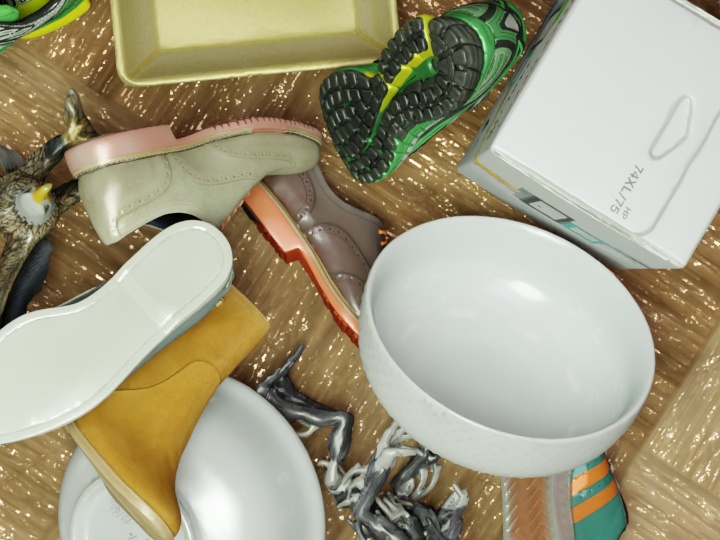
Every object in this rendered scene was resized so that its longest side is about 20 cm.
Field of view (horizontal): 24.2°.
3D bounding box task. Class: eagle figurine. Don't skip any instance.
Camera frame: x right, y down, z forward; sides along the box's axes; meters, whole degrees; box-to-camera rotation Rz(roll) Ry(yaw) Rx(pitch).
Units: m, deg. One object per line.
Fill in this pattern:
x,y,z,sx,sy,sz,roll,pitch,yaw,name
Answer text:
-0.233,-0.023,1.092,0.151,0.151,0.200,33,65,22,eagle figurine

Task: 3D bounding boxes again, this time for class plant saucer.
-0.079,-0.235,1.186,0.199,0.048,0.201,-6,90,-2,plant saucer

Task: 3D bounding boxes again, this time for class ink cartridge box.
0.170,-0.098,1.122,0.146,0.200,0.147,31,88,-2,ink cartridge box

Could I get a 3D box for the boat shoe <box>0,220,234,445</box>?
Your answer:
-0.162,0.046,1.038,0.200,0.062,0.073,-37,79,-12,boat shoe

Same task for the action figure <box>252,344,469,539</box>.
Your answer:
0.015,0.134,1.159,0.200,0.119,0.102,40,95,4,action figure

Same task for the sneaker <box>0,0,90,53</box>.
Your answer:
-0.275,-0.175,1.158,0.200,0.085,0.078,-34,92,-2,sneaker

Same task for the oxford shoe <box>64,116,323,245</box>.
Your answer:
-0.102,-0.057,1.103,0.199,0.071,0.074,-11,85,-40,oxford shoe

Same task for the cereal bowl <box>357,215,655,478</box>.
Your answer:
0.090,0.061,1.118,0.199,0.201,0.084,15,132,-3,cereal bowl

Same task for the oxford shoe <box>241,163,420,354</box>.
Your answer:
0.000,0.000,1.180,0.072,0.071,0.200,-39,91,-7,oxford shoe

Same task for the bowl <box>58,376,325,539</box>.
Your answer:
-0.130,0.172,1.121,0.200,0.090,0.202,4,99,24,bowl

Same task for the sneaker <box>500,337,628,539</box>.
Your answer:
0.148,0.149,1.193,0.080,0.071,0.201,16,72,-41,sneaker

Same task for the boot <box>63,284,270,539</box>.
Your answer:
-0.114,0.075,1.055,0.144,0.201,0.071,-35,126,-11,boot

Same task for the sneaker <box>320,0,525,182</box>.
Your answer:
0.042,-0.118,1.123,0.085,0.200,0.078,-24,89,-34,sneaker
